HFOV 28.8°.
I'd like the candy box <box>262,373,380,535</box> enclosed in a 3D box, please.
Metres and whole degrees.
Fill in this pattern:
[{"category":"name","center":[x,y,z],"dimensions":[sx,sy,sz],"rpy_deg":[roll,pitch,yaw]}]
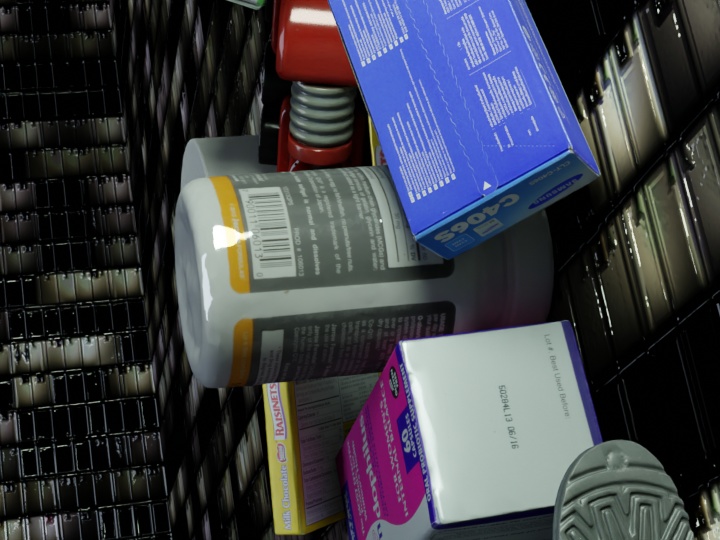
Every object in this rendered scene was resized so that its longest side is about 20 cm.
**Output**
[{"category":"candy box","center":[-0.005,0.110,0.950],"dimensions":[0.199,0.026,0.104],"rpy_deg":[-3,-94,-64]}]

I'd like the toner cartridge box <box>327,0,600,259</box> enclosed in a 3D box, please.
[{"category":"toner cartridge box","center":[0.045,-0.117,0.743],"dimensions":[0.043,0.094,0.202],"rpy_deg":[26,-140,-56]}]

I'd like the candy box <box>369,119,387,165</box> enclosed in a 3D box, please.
[{"category":"candy box","center":[0.031,-0.016,0.913],"dimensions":[0.102,0.026,0.203],"rpy_deg":[10,-106,-78]}]

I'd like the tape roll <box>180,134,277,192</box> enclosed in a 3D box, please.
[{"category":"tape roll","center":[-0.068,-0.013,1.166],"dimensions":[0.203,0.137,0.205],"rpy_deg":[175,90,-75]}]

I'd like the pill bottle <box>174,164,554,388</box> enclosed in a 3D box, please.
[{"category":"pill bottle","center":[0.000,0.000,0.788],"dimensions":[0.116,0.198,0.118],"rpy_deg":[176,90,-75]}]

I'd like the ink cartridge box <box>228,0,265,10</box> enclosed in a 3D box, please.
[{"category":"ink cartridge box","center":[-0.074,-0.288,0.938],"dimensions":[0.201,0.083,0.147],"rpy_deg":[-85,12,-57]}]

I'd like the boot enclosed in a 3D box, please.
[{"category":"boot","center":[0.109,0.184,0.713],"dimensions":[0.200,0.065,0.167],"rpy_deg":[118,146,-72]}]

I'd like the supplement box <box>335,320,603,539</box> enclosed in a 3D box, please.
[{"category":"supplement box","center":[0.057,0.118,0.804],"dimensions":[0.200,0.102,0.102],"rpy_deg":[111,150,-62]}]

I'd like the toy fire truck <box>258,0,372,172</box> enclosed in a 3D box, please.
[{"category":"toy fire truck","center":[-0.042,-0.107,0.961],"dimensions":[0.201,0.127,0.178],"rpy_deg":[-88,4,-57]}]
